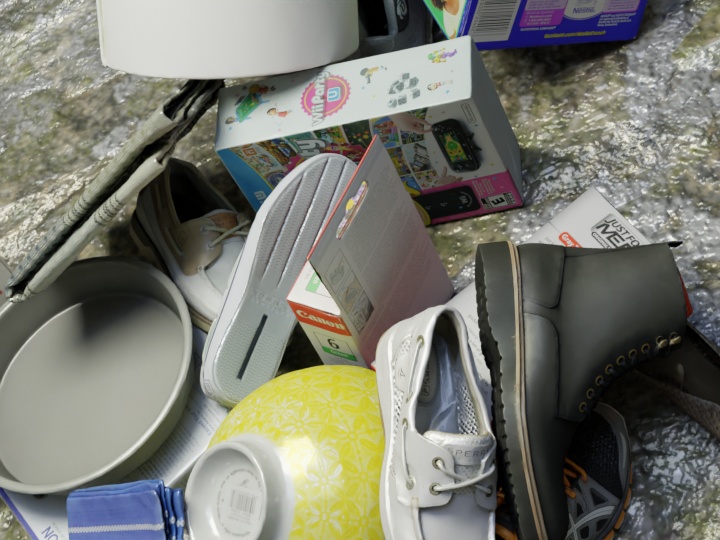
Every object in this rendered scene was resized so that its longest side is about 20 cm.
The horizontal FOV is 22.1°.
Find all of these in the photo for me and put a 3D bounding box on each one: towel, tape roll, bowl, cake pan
[{"bbox_3d":[-0.165,0.244,1.235,0.144,0.024,0.202,-12,73,52],"label":"towel"},{"bbox_3d":[-0.101,-0.200,1.406,0.200,0.072,0.203,-2,19,1],"label":"tape roll"},{"bbox_3d":[-0.052,0.158,1.220,0.199,0.107,0.202,-10,75,42],"label":"bowl"},{"bbox_3d":[-0.209,0.083,1.383,0.198,0.037,0.202,-12,53,17],"label":"cake pan"},{"bbox_3d":[-0.173,-0.072,1.400,0.200,0.035,0.193,-46,6,23],"label":"towel"}]

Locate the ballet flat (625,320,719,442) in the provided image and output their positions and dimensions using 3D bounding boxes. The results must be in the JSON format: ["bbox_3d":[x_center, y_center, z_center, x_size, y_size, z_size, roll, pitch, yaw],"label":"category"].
[{"bbox_3d":[0.215,0.061,1.268,0.067,0.046,0.200,-41,52,-9],"label":"ballet flat"}]

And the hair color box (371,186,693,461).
[{"bbox_3d":[0.117,0.046,1.259,0.199,0.061,0.102,-38,53,-4],"label":"hair color box"}]

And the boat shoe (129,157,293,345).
[{"bbox_3d":[-0.116,-0.015,1.427,0.074,0.069,0.200,-9,38,-40],"label":"boat shoe"}]

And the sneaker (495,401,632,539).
[{"bbox_3d":[0.114,0.167,1.219,0.078,0.077,0.201,22,67,34],"label":"sneaker"}]

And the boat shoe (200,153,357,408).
[{"bbox_3d":[-0.067,0.004,1.338,0.201,0.073,0.067,-60,19,-15],"label":"boat shoe"}]

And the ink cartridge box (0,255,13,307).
[{"bbox_3d":[-0.383,0.040,1.468,0.084,0.146,0.201,18,65,33],"label":"ink cartridge box"}]

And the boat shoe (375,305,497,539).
[{"bbox_3d":[0.053,0.118,1.152,0.070,0.069,0.202,0,69,-27],"label":"boat shoe"}]

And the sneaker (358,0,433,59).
[{"bbox_3d":[0.020,-0.243,1.512,0.074,0.116,0.202,-14,54,13],"label":"sneaker"}]

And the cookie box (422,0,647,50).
[{"bbox_3d":[0.114,-0.267,1.467,0.170,0.076,0.201,-7,47,-25],"label":"cookie box"}]

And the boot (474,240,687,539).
[{"bbox_3d":[0.151,0.075,1.169,0.137,0.077,0.202,-5,80,-4],"label":"boot"}]

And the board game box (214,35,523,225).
[{"bbox_3d":[0.009,-0.092,1.394,0.198,0.148,0.065,-10,55,17],"label":"board game box"}]

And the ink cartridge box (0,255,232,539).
[{"bbox_3d":[-0.190,0.113,1.404,0.200,0.041,0.200,-41,51,-6],"label":"ink cartridge box"}]

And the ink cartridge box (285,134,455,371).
[{"bbox_3d":[0.000,0.000,1.300,0.050,0.200,0.110,15,64,29],"label":"ink cartridge box"}]
